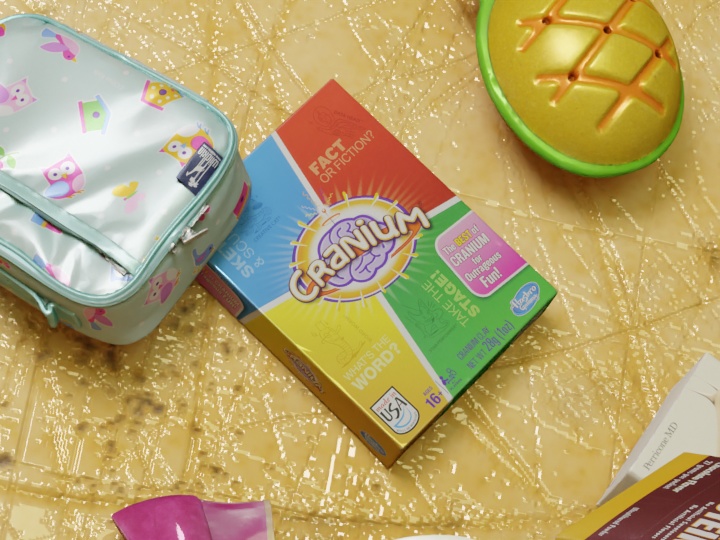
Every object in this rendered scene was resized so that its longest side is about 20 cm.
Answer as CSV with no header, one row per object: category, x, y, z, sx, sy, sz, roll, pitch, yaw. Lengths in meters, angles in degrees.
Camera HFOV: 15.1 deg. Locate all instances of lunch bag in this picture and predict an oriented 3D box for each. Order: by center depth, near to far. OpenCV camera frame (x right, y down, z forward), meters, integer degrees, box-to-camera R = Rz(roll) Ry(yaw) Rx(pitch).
lunch bag,-0.175,-0.054,1.644,0.199,0.077,0.161,29,66,20

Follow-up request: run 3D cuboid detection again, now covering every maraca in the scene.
maraca,0.133,-0.151,1.756,0.137,0.107,0.201,-16,73,-26

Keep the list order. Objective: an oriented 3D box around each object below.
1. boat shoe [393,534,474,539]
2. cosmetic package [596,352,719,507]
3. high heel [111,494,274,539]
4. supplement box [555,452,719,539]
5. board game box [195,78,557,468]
boat shoe,0.089,0.203,1.635,0.201,0.060,0.072,9,79,-8
cosmetic package,0.260,0.155,1.683,0.200,0.073,0.104,35,65,2
high heel,-0.093,0.226,1.583,0.095,0.067,0.201,-2,72,-7
supplement box,0.238,0.225,1.524,0.133,0.199,0.198,-26,113,-44
board game box,0.000,0.000,1.704,0.200,0.040,0.153,43,67,6
